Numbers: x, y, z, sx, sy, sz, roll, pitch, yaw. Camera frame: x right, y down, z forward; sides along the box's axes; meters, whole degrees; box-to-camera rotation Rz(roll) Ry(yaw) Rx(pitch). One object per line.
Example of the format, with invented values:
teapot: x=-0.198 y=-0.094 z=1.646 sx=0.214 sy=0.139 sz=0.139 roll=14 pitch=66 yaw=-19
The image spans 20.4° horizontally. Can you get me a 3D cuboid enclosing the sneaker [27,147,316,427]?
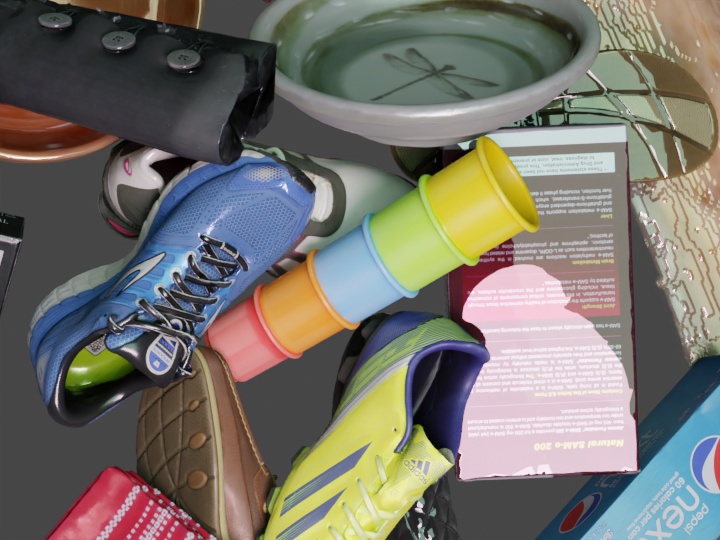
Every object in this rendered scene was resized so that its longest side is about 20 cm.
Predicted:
sneaker: x=-0.097 y=0.017 z=1.067 sx=0.200 sy=0.089 sz=0.078 roll=-41 pitch=123 yaw=20

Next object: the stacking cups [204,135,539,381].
stacking cups: x=0.000 y=0.000 z=1.108 sx=0.199 sy=0.061 sz=0.061 roll=-30 pitch=93 yaw=16

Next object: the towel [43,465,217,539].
towel: x=-0.105 y=0.206 z=1.039 sx=0.200 sy=0.023 sz=0.145 roll=34 pitch=72 yaw=25

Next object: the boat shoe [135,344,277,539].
boat shoe: x=-0.076 y=0.140 z=1.123 sx=0.067 sy=0.072 sz=0.201 roll=-9 pitch=89 yaw=-45

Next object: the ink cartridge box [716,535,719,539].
ink cartridge box: x=0.202 y=0.264 z=1.175 sx=0.200 sy=0.085 sz=0.146 roll=-41 pitch=96 yaw=-17

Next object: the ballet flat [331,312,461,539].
ballet flat: x=0.024 y=0.125 z=1.165 sx=0.066 sy=0.057 sz=0.201 roll=-11 pitch=84 yaw=22

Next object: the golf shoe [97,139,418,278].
golf shoe: x=-0.047 y=-0.035 z=1.134 sx=0.199 sy=0.088 sz=0.078 roll=6 pitch=81 yaw=-17

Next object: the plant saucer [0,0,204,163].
plant saucer: x=-0.188 y=-0.160 z=1.134 sx=0.199 sy=0.032 sz=0.202 roll=2 pitch=84 yaw=-15

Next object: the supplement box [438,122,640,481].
supplement box: x=0.103 y=0.017 z=1.157 sx=0.108 sy=0.061 sz=0.201 roll=-2 pitch=94 yaw=0

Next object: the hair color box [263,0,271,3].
hair color box: x=-0.080 y=-0.270 z=1.160 sx=0.200 sy=0.064 sz=0.111 roll=46 pitch=74 yaw=-8

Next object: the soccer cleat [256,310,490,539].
soccer cleat: x=0.007 y=0.115 z=1.089 sx=0.065 sy=0.083 sz=0.201 roll=37 pitch=73 yaw=-44

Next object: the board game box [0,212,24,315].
board game box: x=-0.263 y=0.046 z=1.034 sx=0.135 sy=0.028 sz=0.201 roll=14 pitch=118 yaw=-14

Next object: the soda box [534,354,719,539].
soda box: x=0.175 y=0.140 z=1.188 sx=0.200 sy=0.068 sz=0.064 roll=-45 pitch=98 yaw=-15

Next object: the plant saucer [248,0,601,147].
plant saucer: x=0.036 y=-0.116 z=1.134 sx=0.199 sy=0.200 sz=0.050 roll=-13 pitch=123 yaw=-17

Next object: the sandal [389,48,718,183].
sandal: x=0.115 y=-0.089 z=1.206 sx=0.199 sy=0.054 sz=0.081 roll=-6 pitch=93 yaw=-2

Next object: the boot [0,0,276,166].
boot: x=-0.157 y=-0.087 z=1.022 sx=0.199 sy=0.066 sz=0.165 roll=19 pitch=44 yaw=7
